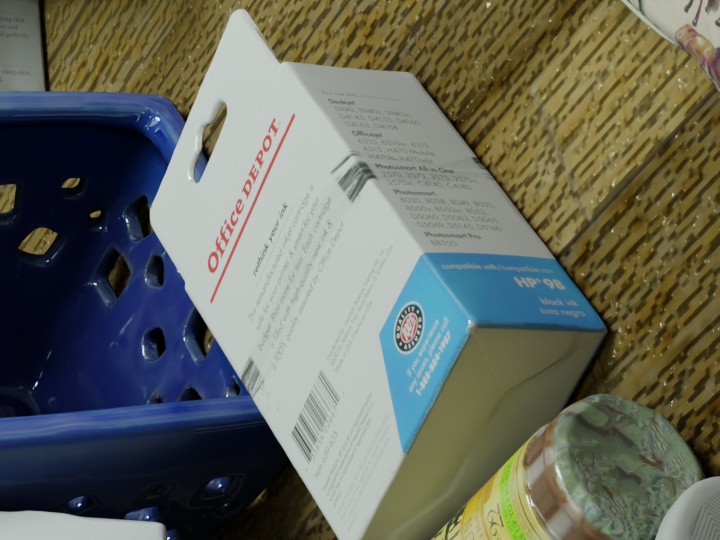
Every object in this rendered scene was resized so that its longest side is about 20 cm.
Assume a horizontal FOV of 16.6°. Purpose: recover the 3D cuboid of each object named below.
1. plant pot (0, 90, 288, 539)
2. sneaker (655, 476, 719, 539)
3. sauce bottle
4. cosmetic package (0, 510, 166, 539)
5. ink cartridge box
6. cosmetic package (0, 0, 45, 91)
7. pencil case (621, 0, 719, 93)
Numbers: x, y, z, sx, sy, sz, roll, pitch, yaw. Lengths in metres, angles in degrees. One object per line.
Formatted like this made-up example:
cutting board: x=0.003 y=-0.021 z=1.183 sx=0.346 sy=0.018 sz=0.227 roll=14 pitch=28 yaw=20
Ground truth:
plant pot: x=-0.162 y=0.051 z=1.074 sx=0.200 sy=0.200 sz=0.180 roll=63 pitch=142 yaw=34
sneaker: x=0.111 y=0.175 z=0.776 sx=0.112 sy=0.073 sz=0.200 roll=123 pitch=144 yaw=-54
sauce bottle: x=0.046 y=0.121 z=0.878 sx=0.200 sy=0.065 sz=0.065 roll=-53 pitch=48 yaw=43
cosmetic package: x=-0.150 y=0.178 z=1.014 sx=0.200 sy=0.101 sz=0.071 roll=117 pitch=153 yaw=-50
ink cartridge box: x=0.000 y=0.000 z=0.947 sx=0.200 sy=0.067 sz=0.116 roll=56 pitch=132 yaw=40
cosmetic package: x=-0.231 y=-0.175 z=1.255 sx=0.081 sy=0.113 sz=0.200 roll=-22 pitch=69 yaw=53
pencil case: x=0.107 y=-0.109 z=0.786 sx=0.089 sy=0.078 sz=0.200 roll=-52 pitch=45 yaw=13
